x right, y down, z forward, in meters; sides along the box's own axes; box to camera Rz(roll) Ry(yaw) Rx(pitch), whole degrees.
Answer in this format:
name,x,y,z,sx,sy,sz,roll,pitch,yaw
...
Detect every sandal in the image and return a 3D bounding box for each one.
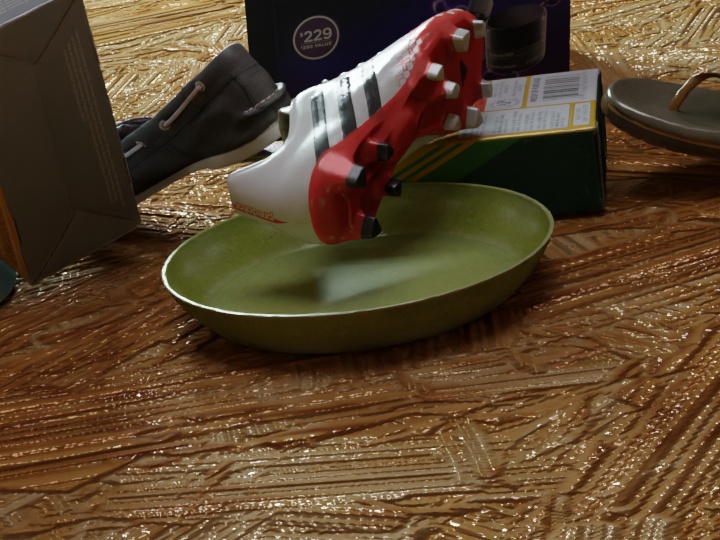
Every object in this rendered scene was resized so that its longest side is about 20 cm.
name,x,y,z,sx,sy,sz,roll,pitch,yaw
sandal,0.233,-0.094,1.142,0.198,0.054,0.080,6,22,8

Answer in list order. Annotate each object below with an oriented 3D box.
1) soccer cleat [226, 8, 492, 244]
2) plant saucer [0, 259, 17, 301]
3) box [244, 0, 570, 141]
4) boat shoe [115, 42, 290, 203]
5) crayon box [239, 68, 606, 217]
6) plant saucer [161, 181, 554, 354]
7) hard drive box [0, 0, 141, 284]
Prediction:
name,x,y,z,sx,sy,sz,roll,pitch,yaw
soccer cleat,0.004,-0.082,1.093,0.085,0.069,0.200,9,39,27
plant saucer,-0.291,0.005,1.142,0.199,0.039,0.201,-7,18,2
box,0.030,-0.164,1.325,0.198,0.142,0.079,-13,34,-13
boat shoe,-0.113,-0.079,1.188,0.199,0.057,0.067,-19,18,45
crayon box,0.041,-0.067,1.192,0.198,0.052,0.126,-4,20,9
plant saucer,0.000,0.000,1.044,0.198,0.031,0.200,-7,18,2
hard drive box,-0.219,-0.109,1.161,0.076,0.157,0.200,-30,41,-24
